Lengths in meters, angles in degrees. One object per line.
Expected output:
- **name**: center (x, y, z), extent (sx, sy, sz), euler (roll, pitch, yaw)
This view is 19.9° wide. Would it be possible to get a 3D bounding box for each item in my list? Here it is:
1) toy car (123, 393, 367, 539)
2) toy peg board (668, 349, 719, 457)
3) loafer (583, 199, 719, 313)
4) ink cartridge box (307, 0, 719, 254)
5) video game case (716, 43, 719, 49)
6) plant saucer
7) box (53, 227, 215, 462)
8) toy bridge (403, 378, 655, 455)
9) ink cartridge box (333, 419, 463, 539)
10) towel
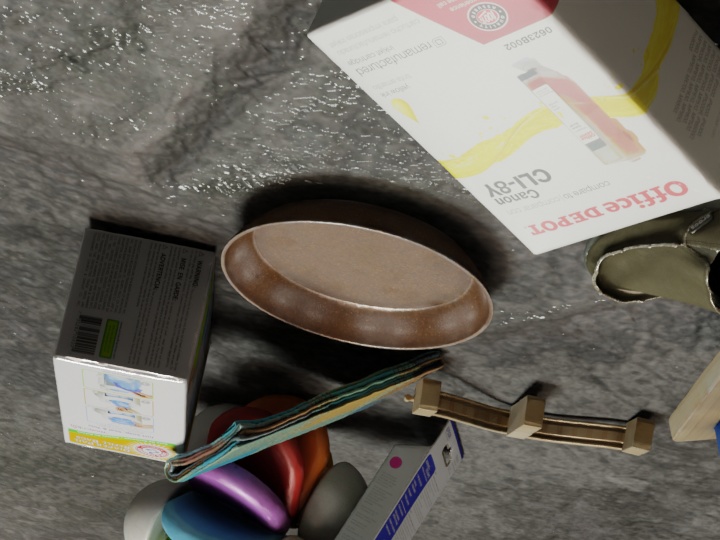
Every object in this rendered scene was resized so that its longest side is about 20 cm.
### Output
- **toy car**: center (-0.098, 0.191, 1.738), extent (0.175, 0.200, 0.150), euler (26, 149, 19)
- **toy peg board**: center (0.338, 0.105, 1.394), extent (0.199, 0.098, 0.200), euler (-4, 156, -9)
- **loafer**: center (0.221, -0.008, 1.314), extent (0.075, 0.070, 0.200), euler (29, 150, -31)
- **ink cartridge box**: center (0.095, -0.111, 1.104), extent (0.145, 0.083, 0.200), euler (-17, 130, 45)
- **video game case**: center (0.322, -0.093, 1.130), extent (0.200, 0.036, 0.181), euler (28, 151, -29)
- **plant saucer**: center (0.000, 0.000, 1.479), extent (0.200, 0.035, 0.200), euler (11, 154, 5)
- **box**: center (-0.174, 0.063, 1.598), extent (0.101, 0.113, 0.200), euler (11, 155, -1)
- **toy bridge**: center (0.133, 0.120, 1.660), extent (0.200, 0.027, 0.067), euler (11, 166, -6)
- **ink cartridge box**: center (0.020, 0.217, 1.750), extent (0.037, 0.200, 0.095), euler (29, 161, 22)
- **towel**: center (-0.046, 0.115, 1.623), extent (0.200, 0.022, 0.147), euler (-19, 173, -33)
